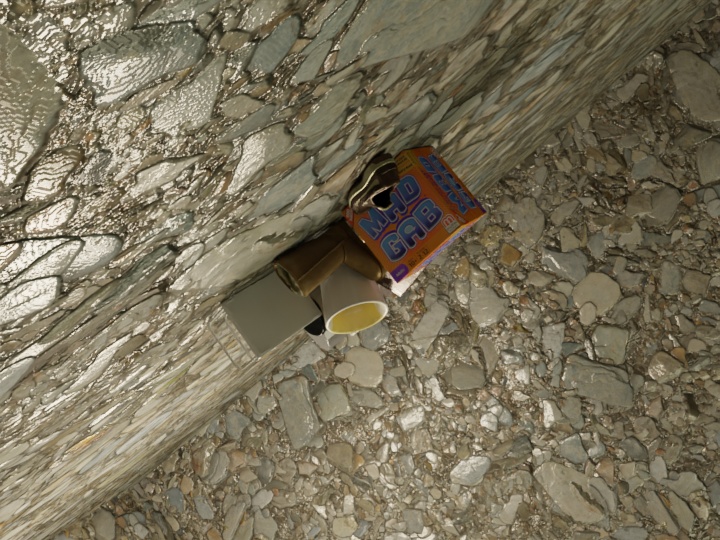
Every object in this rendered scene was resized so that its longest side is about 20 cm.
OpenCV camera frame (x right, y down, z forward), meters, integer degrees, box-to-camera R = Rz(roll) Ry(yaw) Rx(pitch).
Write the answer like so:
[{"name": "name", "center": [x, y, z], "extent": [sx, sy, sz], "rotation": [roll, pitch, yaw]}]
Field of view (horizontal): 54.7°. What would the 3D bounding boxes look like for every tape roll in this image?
[{"name": "tape roll", "center": [-0.120, 0.110, 1.828], "extent": [0.066, 0.201, 0.200], "rotation": [-37, 174, -17]}]

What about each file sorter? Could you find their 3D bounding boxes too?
[{"name": "file sorter", "center": [-0.217, 0.109, 1.552], "extent": [0.199, 0.139, 0.124], "rotation": [-33, 175, -43]}]

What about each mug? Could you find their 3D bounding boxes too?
[{"name": "mug", "center": [-0.037, 0.054, 1.626], "extent": [0.148, 0.155, 0.187], "rotation": [1, 147, -34]}]

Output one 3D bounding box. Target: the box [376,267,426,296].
[{"name": "box", "center": [0.134, -0.024, 2.063], "extent": [0.200, 0.099, 0.075], "rotation": [-53, -166, 41]}]

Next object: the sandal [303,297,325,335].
[{"name": "sandal", "center": [-0.132, 0.086, 1.661], "extent": [0.048, 0.200, 0.076], "rotation": [-9, 120, -36]}]

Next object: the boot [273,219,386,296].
[{"name": "boot", "center": [-0.064, -0.001, 1.505], "extent": [0.200, 0.175, 0.066], "rotation": [-39, 169, -37]}]

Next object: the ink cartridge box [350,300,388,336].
[{"name": "ink cartridge box", "center": [-0.031, 0.075, 2.107], "extent": [0.146, 0.201, 0.086], "rotation": [-37, 174, -7]}]

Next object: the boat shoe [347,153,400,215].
[{"name": "boat shoe", "center": [0.027, -0.148, 1.378], "extent": [0.074, 0.075, 0.203], "rotation": [-25, 168, -20]}]

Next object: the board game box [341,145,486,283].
[{"name": "board game box", "center": [0.122, -0.128, 1.540], "extent": [0.200, 0.201, 0.200], "rotation": [-42, 173, 27]}]

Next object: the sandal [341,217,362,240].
[{"name": "sandal", "center": [0.009, -0.089, 1.666], "extent": [0.080, 0.054, 0.200], "rotation": [-40, 153, 0]}]
